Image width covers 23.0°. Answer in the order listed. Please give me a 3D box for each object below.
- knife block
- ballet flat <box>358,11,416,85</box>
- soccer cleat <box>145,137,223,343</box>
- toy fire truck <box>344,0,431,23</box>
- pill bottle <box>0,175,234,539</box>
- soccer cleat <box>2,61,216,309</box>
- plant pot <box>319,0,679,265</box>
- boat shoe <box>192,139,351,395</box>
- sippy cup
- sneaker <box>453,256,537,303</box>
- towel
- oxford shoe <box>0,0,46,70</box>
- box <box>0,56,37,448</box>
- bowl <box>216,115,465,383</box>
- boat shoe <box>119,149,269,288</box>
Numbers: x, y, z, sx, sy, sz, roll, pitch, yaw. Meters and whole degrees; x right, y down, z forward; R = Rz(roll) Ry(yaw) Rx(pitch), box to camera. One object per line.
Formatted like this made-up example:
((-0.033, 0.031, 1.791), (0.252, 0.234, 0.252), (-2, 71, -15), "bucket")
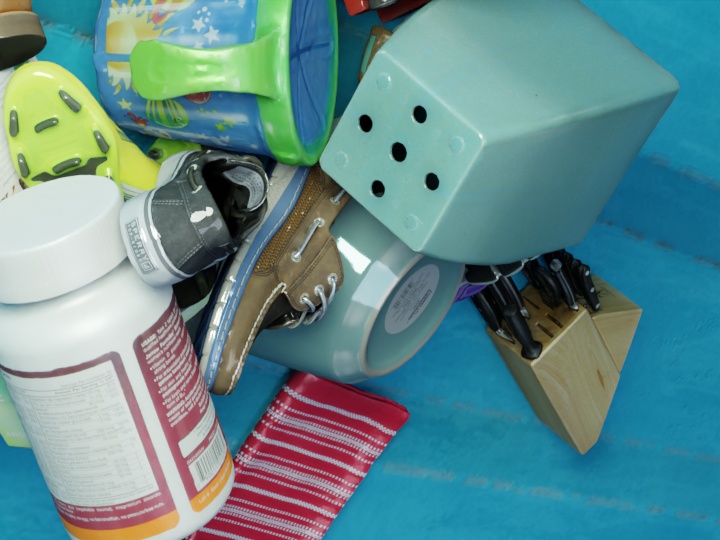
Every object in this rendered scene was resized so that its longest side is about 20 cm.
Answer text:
((0.149, 0.066, 1.502), (0.174, 0.064, 0.202), (-6, 122, -38), "knife block")
((0.082, -0.165, 1.288), (0.198, 0.068, 0.073), (-12, 109, -31), "ballet flat")
((-0.120, -0.016, 1.212), (0.081, 0.067, 0.202), (-24, 138, -42), "soccer cleat")
((0.056, -0.206, 1.116), (0.141, 0.199, 0.049), (-25, 95, -50), "toy fire truck")
((-0.150, 0.055, 1.017), (0.109, 0.109, 0.202), (-28, 118, -23), "pill bottle")
((-0.154, -0.056, 1.074), (0.064, 0.084, 0.201), (-26, 130, 13), "soccer cleat")
((0.077, -0.092, 1.124), (0.199, 0.141, 0.142), (-21, 148, -54), "plant pot")
((-0.047, -0.003, 1.117), (0.202, 0.072, 0.072), (-68, -172, -26), "boat shoe")
((-0.090, -0.133, 1.081), (0.178, 0.129, 0.141), (66, 28, -65), "sippy cup")
((0.091, -0.027, 1.341), (0.083, 0.081, 0.199), (-23, 172, -44), "sneaker")
((-0.055, 0.174, 1.428), (0.144, 0.022, 0.201), (28, 98, -47), "towel")
((-0.281, -0.134, 0.987), (0.198, 0.072, 0.071), (-16, 171, -19), "oxford shoe")
((-0.206, -0.014, 1.062), (0.145, 0.036, 0.201), (-57, 134, -41), "box")
((0.000, 0.000, 1.252), (0.200, 0.105, 0.202), (-40, 152, -27), "bowl")
((-0.084, -0.041, 1.026), (0.066, 0.200, 0.071), (-22, 95, 11), "boat shoe")
